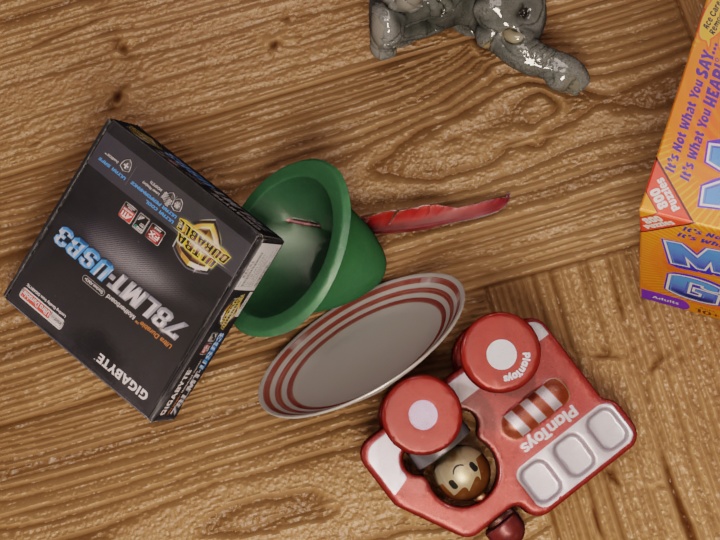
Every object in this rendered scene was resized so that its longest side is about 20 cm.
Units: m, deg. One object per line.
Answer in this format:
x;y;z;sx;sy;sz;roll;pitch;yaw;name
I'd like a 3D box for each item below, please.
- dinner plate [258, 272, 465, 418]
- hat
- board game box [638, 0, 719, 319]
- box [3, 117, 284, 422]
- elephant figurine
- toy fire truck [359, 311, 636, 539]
0.004;0.068;1.397;0.200;0.200;0.024;-32;109;-4;dinner plate
0.000;0.000;1.490;0.200;0.176;0.166;-15;62;45;hat
0.355;-0.073;1.357;0.200;0.200;0.200;16;72;15;board game box
-0.197;-0.001;1.471;0.200;0.050;0.199;38;101;22;box
0.109;-0.257;1.521;0.200;0.155;0.142;0;25;-1;elephant figurine
0.111;0.138;1.374;0.200;0.112;0.168;-38;86;-5;toy fire truck
